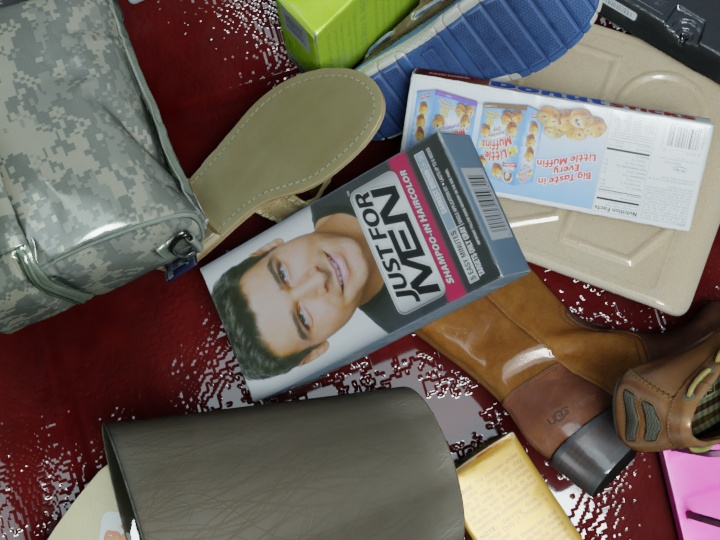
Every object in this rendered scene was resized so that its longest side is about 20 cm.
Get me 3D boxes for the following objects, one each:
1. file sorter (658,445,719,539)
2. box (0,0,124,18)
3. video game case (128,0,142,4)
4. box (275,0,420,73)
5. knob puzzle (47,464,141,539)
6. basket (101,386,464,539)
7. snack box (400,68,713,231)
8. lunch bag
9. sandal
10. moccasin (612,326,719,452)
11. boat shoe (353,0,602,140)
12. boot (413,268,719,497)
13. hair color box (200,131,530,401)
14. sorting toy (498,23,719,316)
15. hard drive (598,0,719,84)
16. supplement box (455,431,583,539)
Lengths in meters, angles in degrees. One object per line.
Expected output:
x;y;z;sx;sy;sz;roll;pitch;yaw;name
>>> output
0.292;0.193;0.783;0.137;0.125;0.204;-12;85;-2;file sorter
-0.293;-0.220;0.889;0.197;0.048;0.160;-24;81;-4;box
-0.128;-0.325;0.919;0.180;0.023;0.203;-23;82;-4;video game case
0.030;-0.220;0.853;0.200;0.122;0.048;-43;82;-6;box
-0.118;0.203;0.832;0.216;0.030;0.224;2;74;-9;knob puzzle
-0.045;0.154;0.777;0.197;0.136;0.183;-16;77;-18;basket
0.126;-0.080;0.808;0.196;0.024;0.073;11;111;7;snack box
-0.207;-0.074;0.817;0.166;0.139;0.203;-24;77;2;lunch bag
-0.061;-0.066;0.863;0.210;0.069;0.078;-33;69;17;sandal
0.245;0.065;0.759;0.199;0.077;0.075;-7;100;-38;moccasin
0.070;-0.166;0.837;0.198;0.072;0.073;-23;38;23;boat shoe
0.143;0.031;0.852;0.188;0.069;0.200;-40;67;-18;boot
0.000;0.000;0.806;0.198;0.060;0.100;-28;81;26;hair color box
0.161;-0.082;0.859;0.197;0.037;0.187;22;74;10;sorting toy
0.254;-0.242;0.876;0.139;0.038;0.201;32;72;13;hard drive
0.128;0.208;0.816;0.068;0.067;0.201;-34;83;-5;supplement box
